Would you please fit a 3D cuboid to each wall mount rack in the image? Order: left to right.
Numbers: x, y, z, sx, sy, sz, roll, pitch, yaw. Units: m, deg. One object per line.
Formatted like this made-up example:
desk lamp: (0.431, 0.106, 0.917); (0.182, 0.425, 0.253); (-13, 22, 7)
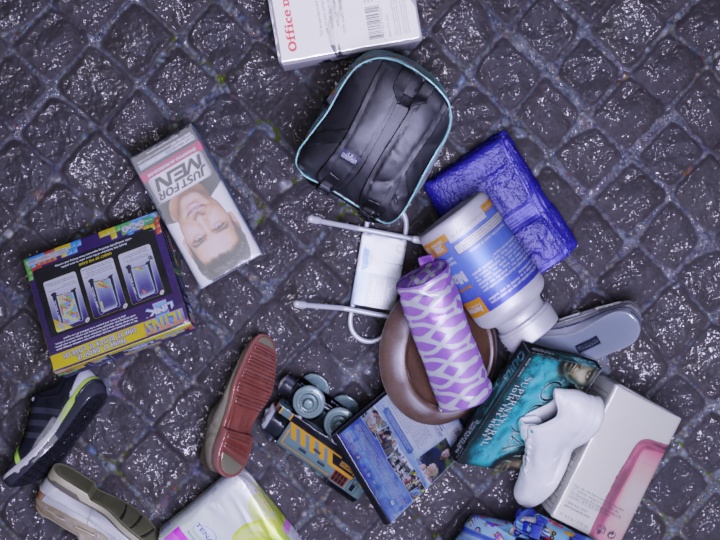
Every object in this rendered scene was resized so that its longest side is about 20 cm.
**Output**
wall mount rack: (0.000, 0.000, 1.571); (0.170, 0.075, 0.204); (10, 92, -5)

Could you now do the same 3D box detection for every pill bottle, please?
pill bottle: (0.176, 0.006, 1.525); (0.111, 0.112, 0.201); (-35, 93, 0)

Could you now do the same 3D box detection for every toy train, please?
toy train: (-0.044, 0.232, 1.584); (0.198, 0.085, 0.115); (34, 101, -4)

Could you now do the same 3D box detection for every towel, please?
towel: (0.197, -0.076, 1.589); (0.147, 0.050, 0.202); (-34, 94, -1)

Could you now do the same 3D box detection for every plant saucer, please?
plant saucer: (0.116, 0.114, 1.564); (0.197, 0.032, 0.205); (-2, 95, -28)

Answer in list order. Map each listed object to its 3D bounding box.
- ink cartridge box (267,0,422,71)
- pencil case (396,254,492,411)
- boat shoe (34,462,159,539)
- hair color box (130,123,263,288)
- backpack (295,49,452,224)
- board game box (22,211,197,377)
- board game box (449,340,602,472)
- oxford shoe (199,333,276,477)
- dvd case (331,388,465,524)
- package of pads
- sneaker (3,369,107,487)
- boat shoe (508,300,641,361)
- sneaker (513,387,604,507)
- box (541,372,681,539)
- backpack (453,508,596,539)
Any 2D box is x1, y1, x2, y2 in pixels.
ink cartridge box: (-0.026, -0.364, 1.545); (0.196, 0.084, 0.148); (-10, 94, -3)
pencil case: (0.113, 0.087, 1.496); (0.083, 0.086, 0.203); (-10, 110, 27)
boat shoe: (-0.362, 0.353, 1.583); (0.199, 0.075, 0.069); (36, 97, 3)
hair color box: (-0.224, -0.088, 1.565); (0.098, 0.061, 0.202); (-29, 95, -1)
backpack: (0.028, -0.190, 1.519); (0.174, 0.154, 0.202); (31, 112, -3)
board game box: (-0.340, 0.033, 1.549); (0.197, 0.057, 0.168); (-19, 79, -1)
board game box: (0.225, 0.191, 1.550); (0.133, 0.028, 0.202); (13, 120, -30)
oxford shoe: (-0.177, 0.182, 1.579); (0.070, 0.073, 0.203); (34, 69, -40)
dvd case: (0.061, 0.230, 1.556); (0.199, 0.017, 0.144); (-35, 95, -39)
package of pads: (-0.166, 0.394, 1.591); (0.154, 0.068, 0.201); (-39, 95, 1)
sneaker: (-0.433, 0.210, 1.582); (0.083, 0.072, 0.201); (41, 90, 20)
boat shoe: (0.303, 0.089, 1.594); (0.200, 0.086, 0.075); (-28, 100, 29)
sneaker: (0.244, 0.233, 1.536); (0.087, 0.076, 0.202); (21, 119, -13)
box: (0.338, 0.259, 1.575); (0.108, 0.128, 0.203); (27, 92, -5)
backpack: (0.219, 0.397, 1.553); (0.198, 0.182, 0.136); (20, 79, 30)
